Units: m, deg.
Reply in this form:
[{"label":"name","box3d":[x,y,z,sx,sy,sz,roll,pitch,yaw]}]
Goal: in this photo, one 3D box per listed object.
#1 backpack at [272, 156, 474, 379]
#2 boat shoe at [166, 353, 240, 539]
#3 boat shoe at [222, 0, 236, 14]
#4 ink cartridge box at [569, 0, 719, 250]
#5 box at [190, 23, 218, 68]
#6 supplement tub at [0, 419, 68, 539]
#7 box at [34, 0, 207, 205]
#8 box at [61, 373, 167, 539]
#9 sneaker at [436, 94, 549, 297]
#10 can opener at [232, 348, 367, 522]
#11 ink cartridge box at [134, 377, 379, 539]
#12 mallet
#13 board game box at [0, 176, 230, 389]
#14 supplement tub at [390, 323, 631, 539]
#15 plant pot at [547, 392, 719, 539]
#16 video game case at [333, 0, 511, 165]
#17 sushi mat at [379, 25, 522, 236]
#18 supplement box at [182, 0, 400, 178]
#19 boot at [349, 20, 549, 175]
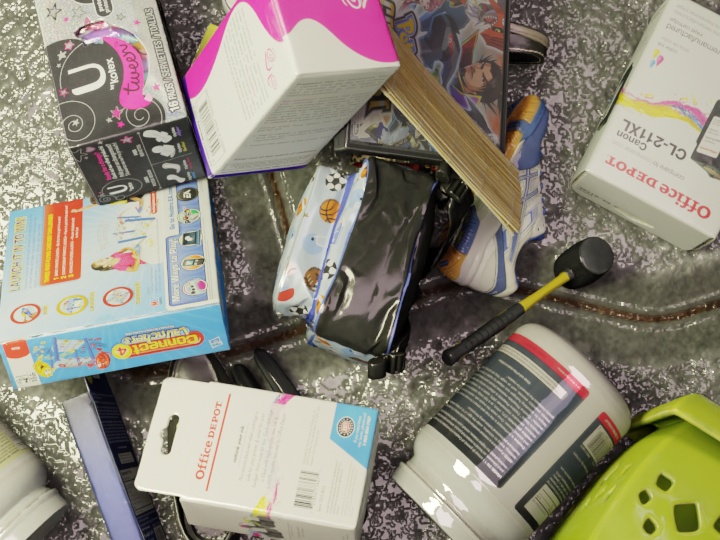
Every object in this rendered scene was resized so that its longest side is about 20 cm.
[{"label":"backpack","box3d":[0.000,0.000,1.236,0.153,0.191,0.201,21,78,7]},{"label":"boat shoe","box3d":[-0.147,0.167,1.277,0.073,0.063,0.203,-7,82,0]},{"label":"boat shoe","box3d":[-0.050,-0.313,1.332,0.199,0.066,0.072,-27,85,-5]},{"label":"ink cartridge box","box3d":[0.316,-0.142,1.314,0.145,0.083,0.201,27,83,1]},{"label":"box","box3d":[-0.059,-0.172,1.280,0.199,0.075,0.050,25,90,20]},{"label":"supplement tub","box3d":[-0.379,0.189,1.225,0.200,0.145,0.145,43,84,3]},{"label":"box","box3d":[-0.228,-0.185,1.258,0.114,0.132,0.201,-17,69,-4]},{"label":"box","box3d":[-0.229,0.180,1.243,0.032,0.121,0.201,-20,84,-3]},{"label":"sneaker","box3d":[0.147,-0.070,1.317,0.088,0.075,0.201,27,82,-19]},{"label":"can opener","box3d":[-0.057,0.164,1.281,0.063,0.079,0.201,-28,76,3]},{"label":"ink cartridge box","box3d":[-0.090,0.173,1.205,0.198,0.068,0.116,9,60,6]},{"label":"mallet","box3d":[0.159,0.029,1.263,0.199,0.066,0.041,-32,86,-31]},{"label":"board game box","box3d":[-0.225,0.006,1.235,0.194,0.201,0.056,-10,129,-2]},{"label":"supplement tub","box3d":[0.139,0.162,1.244,0.140,0.140,0.200,45,84,4]},{"label":"plant pot","box3d":[0.302,0.230,1.218,0.198,0.200,0.182,31,76,3]},{"label":"video game case","box3d":[0.060,-0.199,1.223,0.180,0.025,0.202,5,86,-34]},{"label":"sushi mat","box3d":[0.079,-0.123,1.184,0.012,0.096,0.200,-32,118,27]},{"label":"supplement box","box3d":[-0.064,-0.166,1.133,0.103,0.200,0.102,-9,75,-28]},{"label":"boot","box3d":[0.081,-0.170,1.315,0.198,0.073,0.152,4,82,3]}]
